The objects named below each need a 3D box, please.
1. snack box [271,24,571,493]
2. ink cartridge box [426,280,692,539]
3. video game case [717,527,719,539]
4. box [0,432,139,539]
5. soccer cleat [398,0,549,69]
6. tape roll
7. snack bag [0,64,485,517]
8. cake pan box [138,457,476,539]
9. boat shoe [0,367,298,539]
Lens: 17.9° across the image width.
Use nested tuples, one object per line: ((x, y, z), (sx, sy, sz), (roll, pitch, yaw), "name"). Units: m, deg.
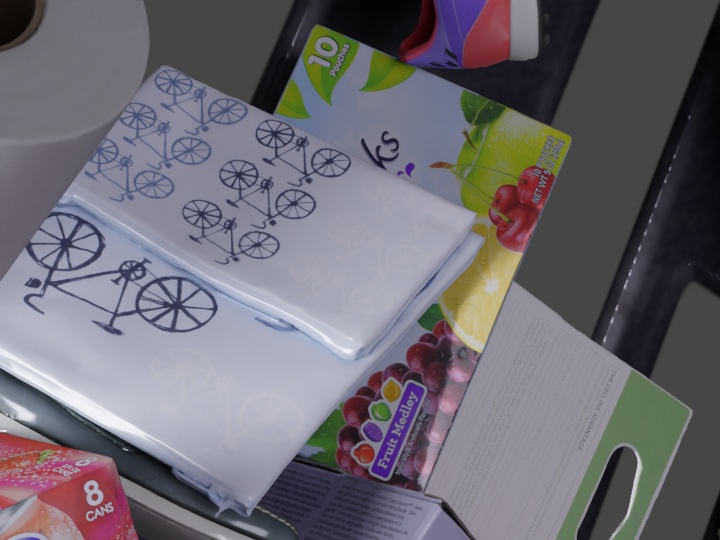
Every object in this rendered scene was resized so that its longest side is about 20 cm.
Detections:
((0.000, 0.000, 1.115), (0.142, 0.053, 0.201), (23, 75, 1), "snack box")
((0.068, 0.085, 1.195), (0.200, 0.048, 0.146), (35, 72, -28), "ink cartridge box")
((0.304, 0.093, 1.272), (0.143, 0.200, 0.017), (-9, 62, -32), "video game case")
((-0.175, 0.127, 0.948), (0.099, 0.200, 0.096), (-21, 104, -31), "box")
((0.041, -0.189, 1.076), (0.073, 0.068, 0.201), (-11, 114, -2), "soccer cleat")
((-0.203, -0.083, 0.912), (0.202, 0.139, 0.203), (24, 39, -21), "tape roll")
((-0.072, 0.001, 1.029), (0.200, 0.188, 0.021), (-47, 155, -35), "snack bag")
((-0.058, 0.170, 1.023), (0.052, 0.200, 0.184), (47, 65, -33), "cake pan box")
((-0.107, 0.074, 1.012), (0.062, 0.200, 0.073), (-59, 159, -18), "boat shoe")
